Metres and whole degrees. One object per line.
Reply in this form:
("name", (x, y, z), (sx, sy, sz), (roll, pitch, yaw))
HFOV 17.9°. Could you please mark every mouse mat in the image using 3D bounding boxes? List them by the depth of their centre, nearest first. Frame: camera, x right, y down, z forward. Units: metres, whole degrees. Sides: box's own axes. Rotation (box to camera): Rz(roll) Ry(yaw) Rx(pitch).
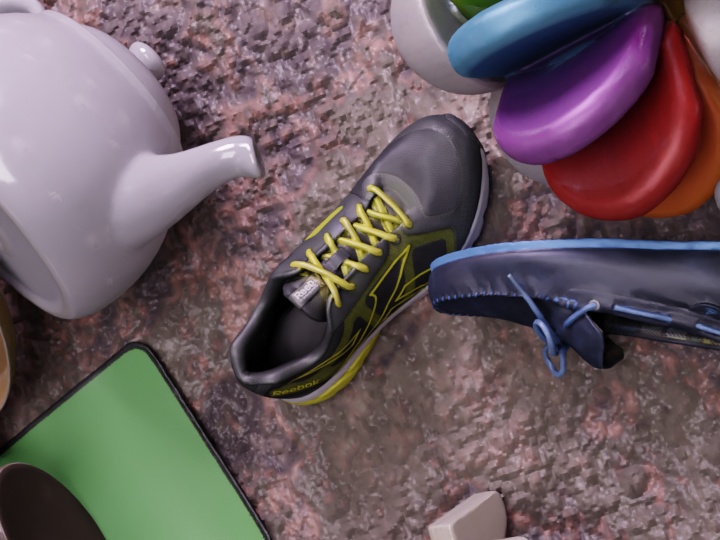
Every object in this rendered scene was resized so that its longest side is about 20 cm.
("mouse mat", (-0.162, 0.160, 1.408), (0.200, 0.008, 0.161), (-38, 77, 20))

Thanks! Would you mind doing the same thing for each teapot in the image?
("teapot", (-0.176, -0.081, 1.329), (0.200, 0.197, 0.146), (46, 73, -5))

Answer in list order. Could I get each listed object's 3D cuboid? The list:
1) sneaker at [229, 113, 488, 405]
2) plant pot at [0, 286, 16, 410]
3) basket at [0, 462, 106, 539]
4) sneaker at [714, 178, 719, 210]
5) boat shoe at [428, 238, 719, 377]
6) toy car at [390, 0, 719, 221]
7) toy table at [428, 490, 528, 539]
("sneaker", (0.000, 0.000, 1.286), (0.074, 0.085, 0.200), (39, 107, 17))
("plant pot", (-0.278, 0.005, 1.391), (0.200, 0.027, 0.200), (28, 140, 26))
("basket", (-0.255, 0.214, 1.379), (0.200, 0.136, 0.180), (-36, 97, 17))
("sneaker", (0.284, -0.026, 1.163), (0.200, 0.076, 0.105), (28, 92, -1))
("boat shoe", (0.129, 0.020, 1.231), (0.199, 0.084, 0.069), (-2, 80, 26))
("toy car", (0.117, -0.103, 1.163), (0.175, 0.200, 0.150), (-25, 38, 33))
("toy table", (0.040, 0.207, 1.241), (0.200, 0.184, 0.117), (-16, 99, 31))
